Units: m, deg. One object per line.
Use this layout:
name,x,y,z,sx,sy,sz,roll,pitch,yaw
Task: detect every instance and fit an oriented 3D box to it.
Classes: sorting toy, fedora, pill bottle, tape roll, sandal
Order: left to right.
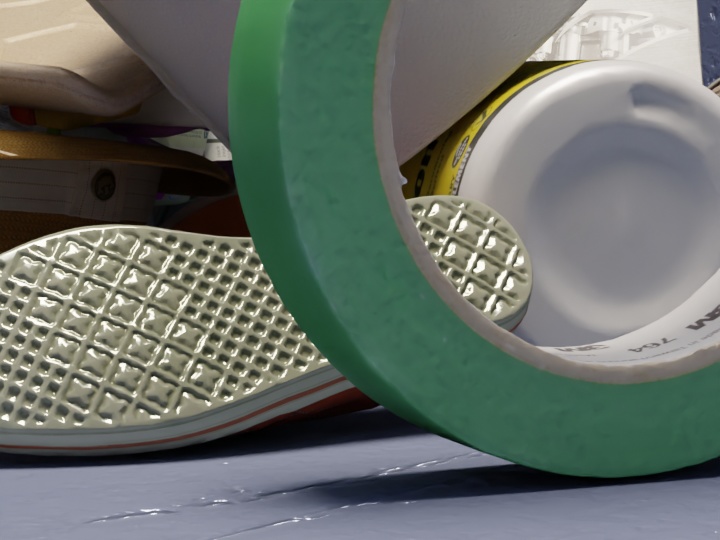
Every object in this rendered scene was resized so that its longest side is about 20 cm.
fedora,-0.147,-0.014,1.002,0.199,0.082,0.201,5,0,0
sorting toy,-0.133,-0.096,1.050,0.184,0.037,0.200,8,21,27
sandal,-0.068,-0.059,1.131,0.082,0.050,0.202,6,2,32
tape roll,0.004,-0.137,0.931,0.203,0.139,0.203,-42,11,10
pill bottle,0.070,-0.022,0.922,0.111,0.112,0.200,-2,4,-10
tape roll,0.065,-0.046,0.686,0.199,0.202,0.048,-3,5,-19

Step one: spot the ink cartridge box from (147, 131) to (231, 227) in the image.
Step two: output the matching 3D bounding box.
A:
ink cartridge box,-0.045,-0.071,1.270,0.199,0.147,0.084,0,-2,17

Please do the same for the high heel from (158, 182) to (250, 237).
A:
high heel,0.000,0.000,1.119,0.199,0.068,0.096,-16,-35,11

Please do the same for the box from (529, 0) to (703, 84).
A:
box,0.078,-0.123,1.164,0.157,0.201,0.048,-4,-23,10

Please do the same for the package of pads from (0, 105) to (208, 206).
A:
package of pads,-0.191,-0.084,1.193,0.199,0.069,0.154,18,7,21

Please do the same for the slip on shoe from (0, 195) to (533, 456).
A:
slip on shoe,-0.042,0.023,0.771,0.199,0.074,0.061,-10,-26,-26

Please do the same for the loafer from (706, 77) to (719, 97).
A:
loafer,0.229,-0.053,1.016,0.199,0.072,0.063,3,13,14
